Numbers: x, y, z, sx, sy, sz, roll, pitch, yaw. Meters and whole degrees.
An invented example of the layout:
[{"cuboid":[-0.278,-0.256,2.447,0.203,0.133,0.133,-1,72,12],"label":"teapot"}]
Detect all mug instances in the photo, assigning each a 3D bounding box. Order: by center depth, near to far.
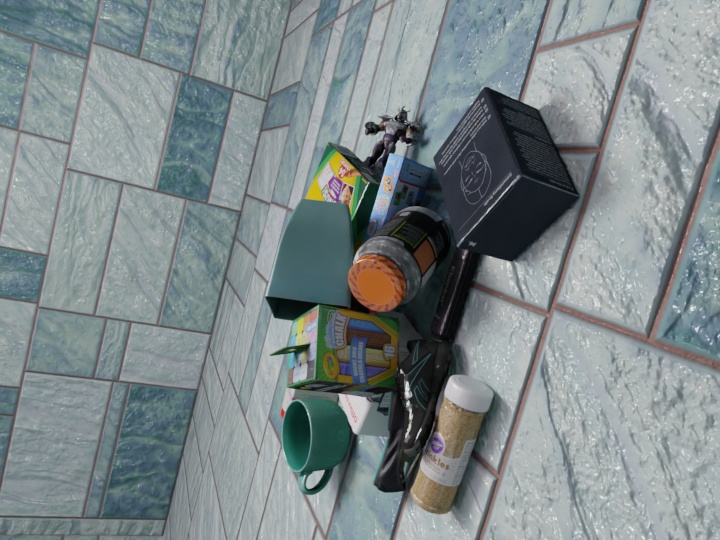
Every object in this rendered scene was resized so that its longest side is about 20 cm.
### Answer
[{"cuboid":[-0.097,0.378,1.200,0.152,0.114,0.185,36,114,55],"label":"mug"}]

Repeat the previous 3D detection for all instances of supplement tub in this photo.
[{"cuboid":[0.067,-0.021,0.922,0.200,0.122,0.123,-43,-10,-49],"label":"supplement tub"}]

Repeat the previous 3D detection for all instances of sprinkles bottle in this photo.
[{"cuboid":[0.135,0.260,0.806,0.068,0.068,0.200,39,115,64],"label":"sprinkles bottle"}]

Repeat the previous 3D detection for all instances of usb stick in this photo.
[{"cuboid":[0.162,0.020,0.909,0.055,0.033,0.200,34,110,64],"label":"usb stick"}]

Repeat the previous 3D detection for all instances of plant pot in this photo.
[{"cuboid":[-0.076,-0.018,0.972,0.141,0.141,0.200,96,-178,-70],"label":"plant pot"}]

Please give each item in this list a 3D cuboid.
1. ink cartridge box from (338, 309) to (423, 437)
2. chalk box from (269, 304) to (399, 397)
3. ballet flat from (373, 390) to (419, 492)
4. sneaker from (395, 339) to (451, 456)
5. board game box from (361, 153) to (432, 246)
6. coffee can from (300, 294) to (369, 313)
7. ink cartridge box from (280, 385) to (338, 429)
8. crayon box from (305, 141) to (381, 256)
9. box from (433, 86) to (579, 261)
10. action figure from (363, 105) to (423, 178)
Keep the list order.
[{"cuboid":[0.040,0.195,1.033,0.200,0.084,0.145,-68,25,18],"label":"ink cartridge box"},{"cuboid":[-0.049,0.137,0.909,0.125,0.200,0.124,-30,52,55],"label":"chalk box"},{"cuboid":[0.075,0.290,0.937,0.073,0.073,0.200,10,88,67],"label":"ballet flat"},{"cuboid":[0.089,0.196,0.858,0.075,0.079,0.200,88,-160,-50],"label":"sneaker"},{"cuboid":[0.072,-0.117,1.055,0.037,0.151,0.200,21,101,25],"label":"board game box"},{"cuboid":[-0.072,0.060,1.139,0.200,0.146,0.147,158,122,-73],"label":"coffee can"},{"cuboid":[-0.120,0.307,1.297,0.067,0.116,0.200,18,95,66],"label":"ink cartridge box"},{"cuboid":[-0.040,-0.145,1.123,0.200,0.058,0.173,52,124,46],"label":"crayon box"},{"cuboid":[0.205,-0.142,0.800,0.148,0.107,0.200,-53,33,43],"label":"box"},{"cuboid":[0.057,-0.270,1.166,0.130,0.069,0.200,21,81,38],"label":"action figure"}]
